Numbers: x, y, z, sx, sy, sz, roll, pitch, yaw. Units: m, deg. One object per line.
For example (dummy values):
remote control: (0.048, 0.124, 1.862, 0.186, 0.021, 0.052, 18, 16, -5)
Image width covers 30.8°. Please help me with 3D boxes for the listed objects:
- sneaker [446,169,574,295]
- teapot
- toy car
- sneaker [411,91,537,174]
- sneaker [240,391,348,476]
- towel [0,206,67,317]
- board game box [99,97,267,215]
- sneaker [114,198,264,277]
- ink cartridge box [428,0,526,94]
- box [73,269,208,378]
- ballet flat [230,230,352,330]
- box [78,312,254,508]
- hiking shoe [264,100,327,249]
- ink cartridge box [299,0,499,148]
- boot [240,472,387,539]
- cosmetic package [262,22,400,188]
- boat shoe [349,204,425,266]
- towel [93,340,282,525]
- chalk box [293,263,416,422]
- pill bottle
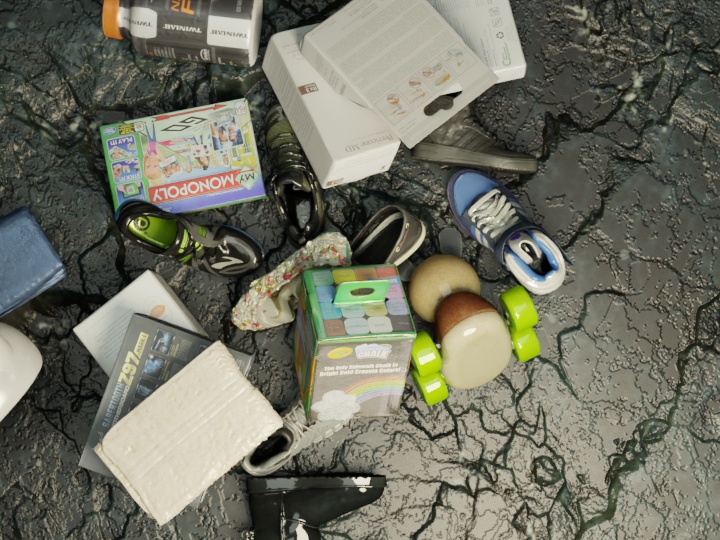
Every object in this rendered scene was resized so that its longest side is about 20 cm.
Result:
sneaker: (0.190, -0.055, 1.667, 0.081, 0.146, 0.200, -37, 87, -3)
teapot: (-0.506, 0.129, 1.623, 0.146, 0.197, 0.200, 44, 87, -15)
toy car: (0.114, 0.041, 1.689, 0.164, 0.158, 0.200, -25, 58, -6)
sneaker: (0.138, -0.189, 1.719, 0.199, 0.060, 0.104, 7, 89, 7)
sneaker: (-0.072, 0.194, 1.663, 0.200, 0.115, 0.075, -42, 87, -3)
towel: (-0.491, 0.009, 1.708, 0.200, 0.049, 0.112, -32, 87, -2)
board game box: (-0.234, -0.143, 1.730, 0.200, 0.029, 0.135, -12, 85, -1)
sneaker: (-0.222, -0.033, 1.684, 0.199, 0.083, 0.071, 19, 103, -12)
ink cartridge box: (0.099, -0.325, 1.716, 0.200, 0.041, 0.200, -10, 70, -1)
box: (-0.251, 0.116, 1.677, 0.124, 0.097, 0.200, -38, 87, -2)
ballet flat: (-0.089, 0.026, 1.664, 0.200, 0.076, 0.064, -41, 47, 23)
box: (-0.236, 0.170, 1.599, 0.157, 0.051, 0.200, 19, 88, 1)
hiking shoe: (-0.081, -0.129, 1.693, 0.076, 0.101, 0.200, -13, 86, -1)
ink cartridge box: (0.048, -0.260, 1.645, 0.162, 0.057, 0.200, -39, 84, -18)
boot: (-0.060, 0.343, 1.675, 0.198, 0.073, 0.163, -4, 84, 6)
cosmetic package: (-0.039, -0.214, 1.677, 0.102, 0.074, 0.200, -19, 69, -24)
boat shoe: (-0.002, -0.002, 1.689, 0.201, 0.063, 0.074, -49, 56, 5)
towel: (-0.205, 0.195, 1.556, 0.200, 0.034, 0.133, -39, 90, -2)
chalk box: (-0.009, 0.074, 1.603, 0.124, 0.200, 0.124, -2, 45, -13)
pill bottle: (-0.232, -0.328, 1.705, 0.200, 0.106, 0.106, 6, 86, 0)
